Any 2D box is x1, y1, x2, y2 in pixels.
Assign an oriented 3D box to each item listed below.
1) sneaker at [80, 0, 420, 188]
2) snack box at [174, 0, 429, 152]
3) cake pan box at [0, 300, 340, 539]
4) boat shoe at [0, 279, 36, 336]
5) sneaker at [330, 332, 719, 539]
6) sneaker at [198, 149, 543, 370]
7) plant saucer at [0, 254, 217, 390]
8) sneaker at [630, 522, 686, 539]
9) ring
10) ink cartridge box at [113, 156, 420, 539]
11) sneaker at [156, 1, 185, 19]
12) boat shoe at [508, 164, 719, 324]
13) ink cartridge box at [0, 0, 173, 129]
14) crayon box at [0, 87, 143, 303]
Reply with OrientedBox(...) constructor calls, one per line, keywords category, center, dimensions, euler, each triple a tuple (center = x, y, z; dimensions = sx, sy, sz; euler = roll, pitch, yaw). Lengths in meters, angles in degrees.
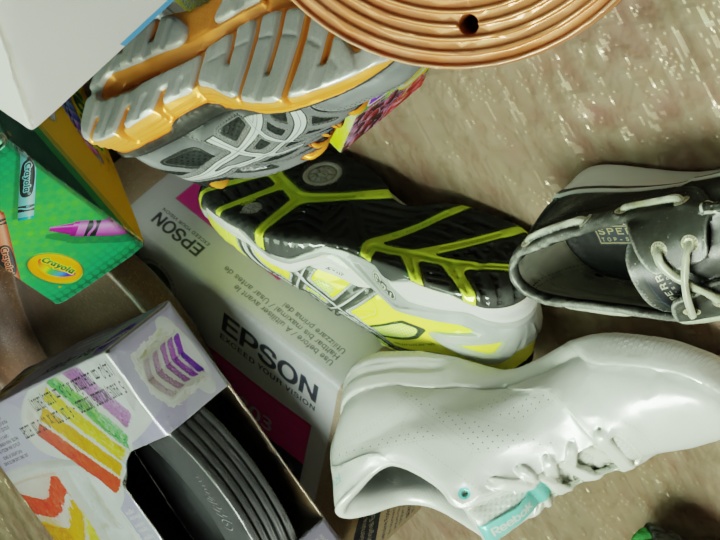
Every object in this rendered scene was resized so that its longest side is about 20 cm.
OrientedBox(category="sneaker", center=(-0.033, -0.082, 1.264), dimensions=(0.077, 0.078, 0.200), euler=(33, 153, -33))
OrientedBox(category="snack box", center=(-0.026, -0.173, 1.276), dimensions=(0.169, 0.068, 0.200), euler=(42, 146, 11))
OrientedBox(category="cake pan box", center=(-0.094, 0.117, 1.476), dimensions=(0.184, 0.052, 0.200), euler=(54, 150, -8))
OrientedBox(category="boat shoe", center=(-0.188, 0.013, 1.631), dimensions=(0.200, 0.072, 0.069), euler=(60, -174, -29))
OrientedBox(category="sneaker", center=(0.080, 0.084, 1.349), dimensions=(0.200, 0.089, 0.075), euler=(-6, 140, 26))
OrientedBox(category="sneaker", center=(0.000, 0.000, 1.421), dimensions=(0.200, 0.075, 0.077), euler=(26, 141, 36))
OrientedBox(category="plant saucer", center=(-0.132, 0.045, 1.532), dimensions=(0.200, 0.034, 0.200), euler=(35, 147, 27))
OrientedBox(category="sneaker", center=(0.142, 0.201, 1.449), dimensions=(0.078, 0.085, 0.200), euler=(33, 144, 24))
OrientedBox(category="ring", center=(0.036, -0.178, 1.151), dimensions=(0.200, 0.019, 0.201), euler=(4, 101, 23))
OrientedBox(category="ink cartridge box", center=(-0.053, 0.041, 1.530), dimensions=(0.200, 0.075, 0.165), euler=(38, 148, 20))
OrientedBox(category="sneaker", center=(-0.130, -0.116, 1.387), dimensions=(0.075, 0.115, 0.200), euler=(-30, 114, 29))
OrientedBox(category="boat shoe", center=(0.144, -0.006, 1.245), dimensions=(0.200, 0.064, 0.071), euler=(-3, 121, 52))
OrientedBox(category="ink cartridge box", center=(-0.177, -0.182, 1.256), dimensions=(0.200, 0.129, 0.125), euler=(34, 156, 26))
OrientedBox(category="crayon box", center=(-0.186, -0.093, 1.440), dimensions=(0.119, 0.058, 0.200), euler=(40, -160, -52))
